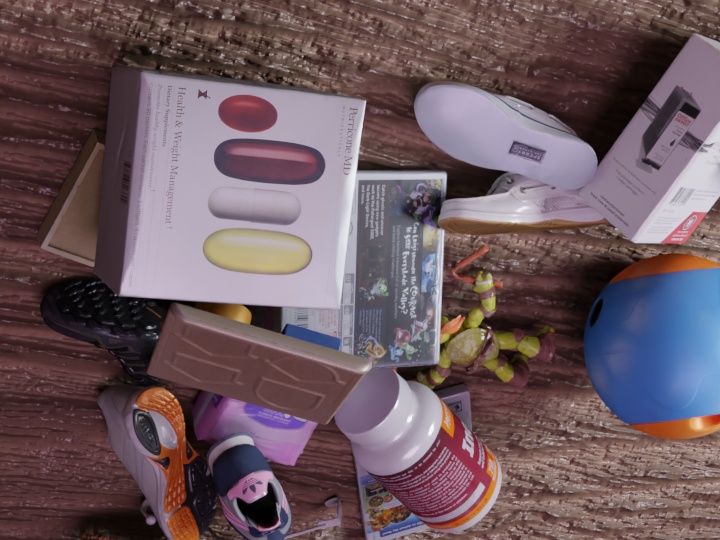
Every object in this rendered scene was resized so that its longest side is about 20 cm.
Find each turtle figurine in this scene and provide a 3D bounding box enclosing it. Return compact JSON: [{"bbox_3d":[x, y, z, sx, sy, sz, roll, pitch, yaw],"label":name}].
[{"bbox_3d":[0.135,0.072,1.567,0.161,0.065,0.201,16,117,-29],"label":"turtle figurine"}]

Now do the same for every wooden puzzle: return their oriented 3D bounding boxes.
[{"bbox_3d":[-0.096,0.079,1.329,0.184,0.047,0.200,17,157,-8],"label":"wooden puzzle"}]

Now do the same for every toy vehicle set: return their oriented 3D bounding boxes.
[{"bbox_3d":[-0.195,-0.046,1.388,0.199,0.027,0.125,21,114,-31],"label":"toy vehicle set"}]

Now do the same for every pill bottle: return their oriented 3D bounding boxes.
[{"bbox_3d":[0.061,0.194,1.573,0.113,0.113,0.200,-37,128,8],"label":"pill bottle"}]

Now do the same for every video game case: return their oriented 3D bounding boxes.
[{"bbox_3d":[0.000,0.000,1.435,0.181,0.023,0.201,-2,99,-25],"label":"video game case"},{"bbox_3d":[0.064,0.230,1.682,0.142,0.018,0.201,-15,127,-11],"label":"video game case"}]

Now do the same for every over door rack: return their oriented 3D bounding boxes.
[{"bbox_3d":[-0.127,0.278,1.615,0.199,0.067,0.148,-25,129,-2],"label":"over door rack"}]

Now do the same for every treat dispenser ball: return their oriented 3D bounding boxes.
[{"bbox_3d":[0.344,0.083,1.564,0.200,0.201,0.202,-10,126,-13],"label":"treat dispenser ball"}]

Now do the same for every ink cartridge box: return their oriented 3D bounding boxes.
[{"bbox_3d":[0.332,-0.130,1.453,0.146,0.083,0.200,-1,129,-57],"label":"ink cartridge box"}]

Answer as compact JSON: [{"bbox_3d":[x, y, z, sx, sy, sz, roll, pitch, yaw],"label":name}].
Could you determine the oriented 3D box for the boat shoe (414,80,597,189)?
[{"bbox_3d":[0.139,-0.138,1.423,0.199,0.065,0.074,24,113,-19],"label":"boat shoe"}]

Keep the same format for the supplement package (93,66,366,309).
[{"bbox_3d":[-0.120,-0.074,1.278,0.199,0.147,0.193,4,98,-20],"label":"supplement package"}]

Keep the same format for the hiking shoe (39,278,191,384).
[{"bbox_3d":[-0.225,0.075,1.429,0.199,0.076,0.101,15,131,-15],"label":"hiking shoe"}]

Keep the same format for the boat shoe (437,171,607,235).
[{"bbox_3d":[0.163,-0.075,1.476,0.199,0.071,0.070,-3,86,-31],"label":"boat shoe"}]

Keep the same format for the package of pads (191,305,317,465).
[{"bbox_3d":[-0.081,0.104,1.504,0.120,0.076,0.201,18,115,-28],"label":"package of pads"}]

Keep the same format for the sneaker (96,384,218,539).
[{"bbox_3d":[-0.215,0.199,1.512,0.076,0.092,0.201,-35,122,-36],"label":"sneaker"}]

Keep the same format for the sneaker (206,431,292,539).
[{"bbox_3d":[-0.108,0.253,1.507,0.070,0.082,0.200,-30,142,-6],"label":"sneaker"}]

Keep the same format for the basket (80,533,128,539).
[{"bbox_3d":[-0.220,0.389,1.557,0.199,0.150,0.143,5,146,10],"label":"basket"}]
